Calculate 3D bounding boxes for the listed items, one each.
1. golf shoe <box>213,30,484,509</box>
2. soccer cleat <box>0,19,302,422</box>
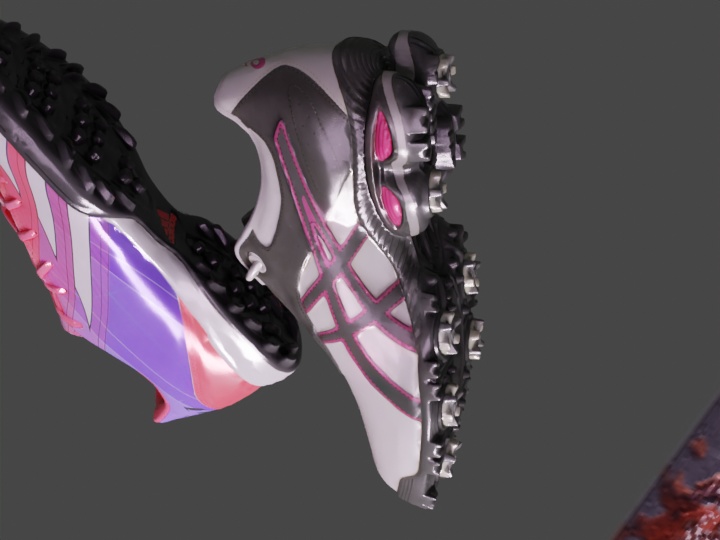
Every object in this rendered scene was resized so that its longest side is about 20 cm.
[{"bbox_3d":[0.000,0.000,1.104,0.088,0.077,0.201,0,118,13],"label":"golf shoe"},{"bbox_3d":[-0.106,-0.015,1.088,0.073,0.068,0.200,-30,122,22],"label":"soccer cleat"}]
